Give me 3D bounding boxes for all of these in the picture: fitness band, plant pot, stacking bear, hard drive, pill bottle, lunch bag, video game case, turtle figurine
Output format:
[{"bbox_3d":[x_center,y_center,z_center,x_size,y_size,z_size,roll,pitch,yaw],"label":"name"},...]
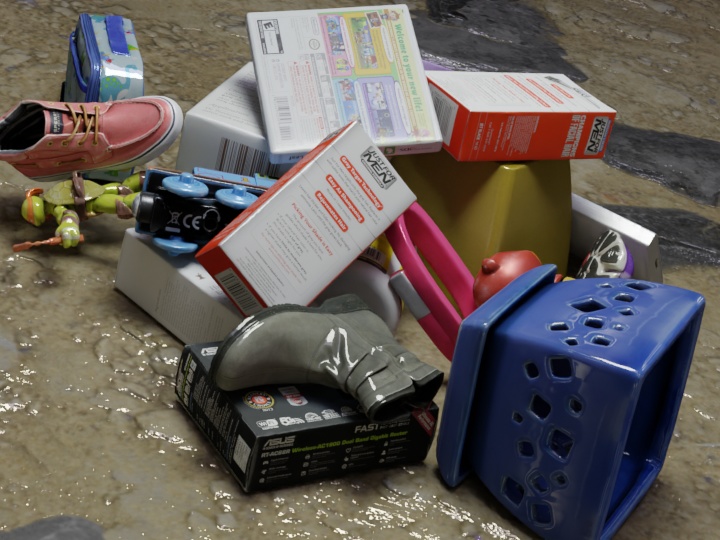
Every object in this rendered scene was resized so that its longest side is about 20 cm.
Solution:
[{"bbox_3d":[0.080,0.012,1.522,0.200,0.037,0.144,55,21,-17],"label":"fitness band"},{"bbox_3d":[0.185,0.112,1.351,0.179,0.201,0.200,20,27,23],"label":"plant pot"},{"bbox_3d":[0.207,0.051,1.524,0.200,0.122,0.114,33,74,10],"label":"stacking bear"},{"bbox_3d":[0.270,-0.049,1.785,0.200,0.132,0.027,29,74,26],"label":"hard drive"},{"bbox_3d":[0.130,-0.078,1.697,0.200,0.177,0.200,30,31,28],"label":"plant pot"},{"bbox_3d":[0.000,0.000,1.558,0.109,0.110,0.200,16,27,2],"label":"pill bottle"},{"bbox_3d":[-0.305,-0.209,1.749,0.082,0.161,0.200,5,29,-18],"label":"lunch bag"},{"bbox_3d":[-0.020,-0.201,1.572,0.181,0.022,0.201,-5,56,-10],"label":"video game case"},{"bbox_3d":[-0.287,-0.074,1.552,0.160,0.065,0.200,-8,17,-10],"label":"turtle figurine"}]

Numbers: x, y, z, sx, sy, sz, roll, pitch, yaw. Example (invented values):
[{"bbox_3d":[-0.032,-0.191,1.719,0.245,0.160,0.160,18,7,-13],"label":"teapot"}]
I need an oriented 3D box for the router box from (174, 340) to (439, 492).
[{"bbox_3d":[-0.049,0.121,1.356,0.199,0.062,0.150,-5,32,-33],"label":"router box"}]

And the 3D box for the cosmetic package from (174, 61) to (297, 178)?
[{"bbox_3d":[-0.099,-0.109,1.655,0.167,0.167,0.200,20,28,10],"label":"cosmetic package"}]

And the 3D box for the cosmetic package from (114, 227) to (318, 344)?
[{"bbox_3d":[-0.147,0.024,1.483,0.200,0.074,0.101,35,32,32],"label":"cosmetic package"}]

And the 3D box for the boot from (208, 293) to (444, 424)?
[{"bbox_3d":[-0.024,0.087,1.298,0.199,0.068,0.131,-16,45,-42],"label":"boot"}]

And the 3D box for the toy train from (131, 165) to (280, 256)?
[{"bbox_3d":[-0.130,-0.055,1.481,0.199,0.087,0.114,9,17,-11],"label":"toy train"}]

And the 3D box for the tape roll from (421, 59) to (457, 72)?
[{"bbox_3d":[0.010,-0.234,1.726,0.199,0.066,0.200,19,8,-3],"label":"tape roll"}]

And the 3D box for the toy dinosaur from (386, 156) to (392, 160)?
[{"bbox_3d":[0.047,-0.138,1.880,0.135,0.086,0.200,21,21,28],"label":"toy dinosaur"}]

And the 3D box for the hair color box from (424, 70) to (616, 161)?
[{"bbox_3d":[0.168,-0.170,1.628,0.199,0.064,0.111,-4,31,-30],"label":"hair color box"}]

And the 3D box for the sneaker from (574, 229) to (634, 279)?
[{"bbox_3d":[0.282,0.013,1.633,0.083,0.081,0.200,27,-7,6],"label":"sneaker"}]

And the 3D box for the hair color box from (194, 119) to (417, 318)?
[{"bbox_3d":[-0.049,-0.041,1.397,0.200,0.061,0.102,-43,101,-28],"label":"hair color box"}]

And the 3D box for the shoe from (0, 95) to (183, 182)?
[{"bbox_3d":[-0.291,-0.144,1.546,0.199,0.072,0.091,-13,-16,18],"label":"shoe"}]
